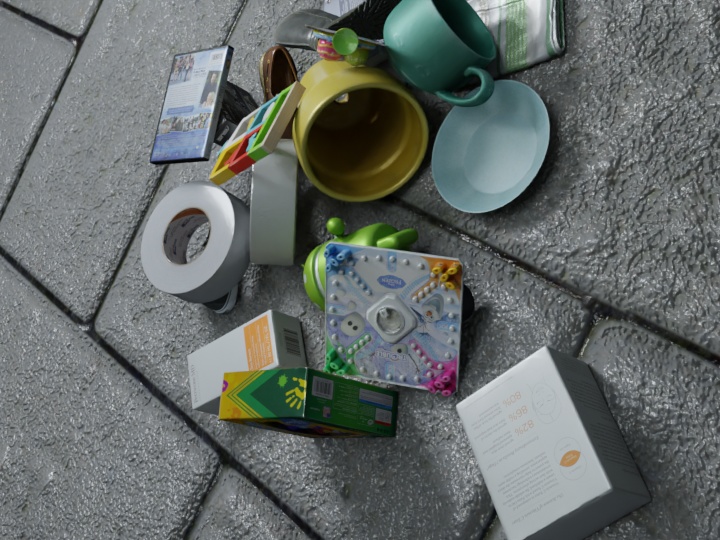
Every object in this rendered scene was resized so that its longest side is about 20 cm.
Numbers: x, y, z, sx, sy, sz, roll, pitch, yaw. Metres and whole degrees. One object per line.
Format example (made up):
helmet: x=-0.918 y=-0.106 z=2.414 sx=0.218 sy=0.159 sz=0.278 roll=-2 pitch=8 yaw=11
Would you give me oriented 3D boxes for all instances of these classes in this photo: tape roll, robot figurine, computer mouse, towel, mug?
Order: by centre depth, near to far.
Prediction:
computer mouse: x=0.068 y=0.093 z=1.524 sx=0.199 sy=0.046 sz=0.141 roll=-9 pitch=110 yaw=12
mug: x=0.108 y=-0.322 z=1.558 sx=0.114 sy=0.152 sz=0.185 roll=-37 pitch=36 yaw=29
robot figurine: x=0.000 y=0.000 z=1.598 sx=0.200 sy=0.116 sz=0.176 roll=-19 pitch=94 yaw=35
towel: x=0.211 y=-0.362 z=1.602 sx=0.200 sy=0.031 sz=0.150 roll=-13 pitch=66 yaw=38
tape roll: x=-0.135 y=-0.108 z=1.706 sx=0.071 sy=0.202 sz=0.203 roll=2 pitch=71 yaw=-4
tape roll: x=-0.275 y=-0.048 z=1.815 sx=0.200 sy=0.066 sz=0.201 roll=-11 pitch=68 yaw=28

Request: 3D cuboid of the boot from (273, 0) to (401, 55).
boot: x=-0.035 y=-0.403 z=1.756 sx=0.182 sy=0.073 sz=0.200 roll=-23 pitch=19 yaw=-13

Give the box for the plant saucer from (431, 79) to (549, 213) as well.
plant saucer: x=0.194 y=-0.174 z=1.544 sx=0.201 sy=0.039 sz=0.202 roll=-16 pitch=66 yaw=38

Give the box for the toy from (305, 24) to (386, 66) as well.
toy: x=-0.026 y=-0.323 z=1.553 sx=0.200 sy=0.115 sz=0.047 roll=-104 pitch=27 yaw=-81

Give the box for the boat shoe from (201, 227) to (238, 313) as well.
boat shoe: x=-0.245 y=-0.027 z=1.863 sx=0.069 sy=0.057 sz=0.201 roll=-16 pitch=65 yaw=37

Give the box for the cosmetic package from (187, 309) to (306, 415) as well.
cosmetic package: x=-0.186 y=0.152 z=1.738 sx=0.200 sy=0.071 sz=0.102 roll=-30 pitch=57 yaw=31

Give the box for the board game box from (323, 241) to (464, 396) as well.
board game box: x=0.040 y=0.069 z=1.489 sx=0.199 sy=0.026 sz=0.201 roll=8 pitch=111 yaw=19

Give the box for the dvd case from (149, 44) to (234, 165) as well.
dvd case: x=-0.283 y=-0.275 z=1.795 sx=0.142 sy=0.018 sz=0.201 roll=1 pitch=76 yaw=42

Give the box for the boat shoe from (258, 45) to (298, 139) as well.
boat shoe: x=-0.127 y=-0.279 z=1.800 sx=0.068 sy=0.072 sz=0.201 roll=167 pitch=92 yaw=-76

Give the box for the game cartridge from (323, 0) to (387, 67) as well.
game cartridge: x=-0.004 y=-0.421 z=1.808 sx=0.133 sy=0.041 sz=0.200 roll=-20 pitch=62 yaw=31

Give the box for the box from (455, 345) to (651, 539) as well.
box: x=0.234 y=0.222 z=1.321 sx=0.152 sy=0.106 sz=0.200 roll=-37 pitch=54 yaw=25

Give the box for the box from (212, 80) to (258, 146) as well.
box: x=-0.228 y=-0.271 z=1.867 sx=0.048 sy=0.158 sz=0.200 roll=-47 pitch=50 yaw=17

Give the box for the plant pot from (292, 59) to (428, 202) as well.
plant pot: x=-0.015 y=-0.237 z=1.658 sx=0.201 sy=0.201 sz=0.189 roll=-48 pitch=34 yaw=18

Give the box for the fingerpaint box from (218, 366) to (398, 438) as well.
fingerpaint box: x=-0.073 y=0.194 z=1.535 sx=0.167 sy=0.200 sz=0.074 roll=-7 pitch=71 yaw=39

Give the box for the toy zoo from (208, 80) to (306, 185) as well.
toy zoo: x=-0.166 y=-0.203 z=1.643 sx=0.200 sy=0.020 sz=0.131 roll=-23 pitch=37 yaw=51
